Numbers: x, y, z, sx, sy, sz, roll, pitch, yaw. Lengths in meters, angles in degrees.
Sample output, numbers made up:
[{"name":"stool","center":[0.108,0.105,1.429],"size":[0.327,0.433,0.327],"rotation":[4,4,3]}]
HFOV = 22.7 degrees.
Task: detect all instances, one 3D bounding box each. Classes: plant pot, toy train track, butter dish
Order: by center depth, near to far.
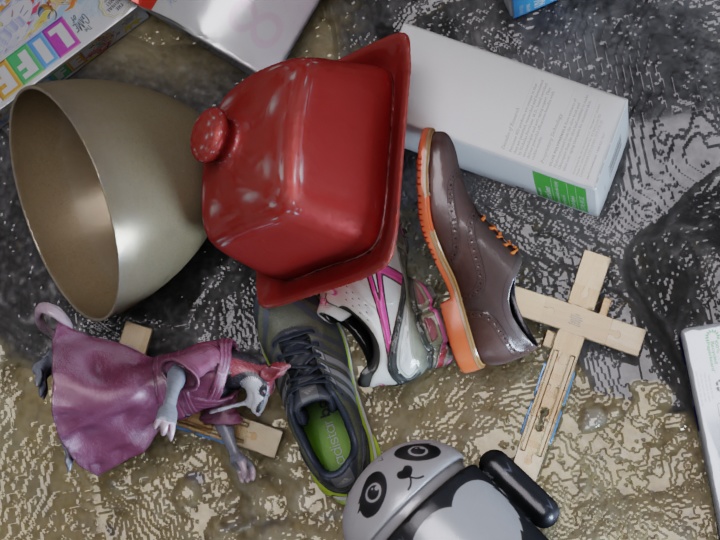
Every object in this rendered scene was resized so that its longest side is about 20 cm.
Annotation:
[{"name":"butter dish","center":[-0.066,-0.089,1.412],"size":[0.147,0.200,0.201],"rotation":[15,71,-34]},{"name":"toy train track","center":[0.163,0.082,1.480],"size":[0.114,0.033,0.201],"rotation":[19,87,4]},{"name":"plant pot","center":[-0.190,-0.074,1.495],"size":[0.134,0.200,0.201],"rotation":[-21,74,-27]},{"name":"toy train track","center":[-0.161,0.115,1.511],"size":[0.199,0.033,0.115],"rotation":[18,88,5]}]

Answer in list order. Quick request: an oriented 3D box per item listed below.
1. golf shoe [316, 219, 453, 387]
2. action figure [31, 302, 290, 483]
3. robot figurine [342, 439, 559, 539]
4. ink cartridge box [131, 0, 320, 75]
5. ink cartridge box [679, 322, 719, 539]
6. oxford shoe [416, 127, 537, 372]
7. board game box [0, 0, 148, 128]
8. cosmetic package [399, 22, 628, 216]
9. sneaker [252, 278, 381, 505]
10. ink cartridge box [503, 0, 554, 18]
[{"name":"golf shoe","center":[0.000,0.000,1.487],"size":[0.092,0.073,0.201],"rotation":[-21,75,-14]},{"name":"action figure","center":[-0.153,0.094,1.452],"size":[0.199,0.134,0.150],"rotation":[-15,59,4]},{"name":"robot figurine","center":[0.077,0.224,1.409],"size":[0.200,0.150,0.125],"rotation":[45,115,14]},{"name":"ink cartridge box","center":[-0.124,-0.281,1.556],"size":[0.199,0.057,0.163],"rotation":[31,83,-12]},{"name":"ink cartridge box","center":[0.371,0.128,1.433],"size":[0.199,0.041,0.201],"rotation":[-10,77,6]},{"name":"oxford shoe","center":[0.093,-0.022,1.441],"size":[0.072,0.071,0.201],"rotation":[-12,101,15]},{"name":"board game box","center":[-0.309,-0.223,1.607],"size":[0.200,0.034,0.135],"rotation":[-37,76,-1]},{"name":"cosmetic package","center":[0.117,-0.125,1.490],"size":[0.199,0.108,0.085],"rotation":[19,83,13]},{"name":"sneaker","center":[-0.037,0.093,1.477],"size":[0.074,0.081,0.201],"rotation":[-25,76,2]},{"name":"ink cartridge box","center":[0.191,-0.327,1.534],"size":[0.199,0.086,0.147],"rotation":[-22,76,1]}]
